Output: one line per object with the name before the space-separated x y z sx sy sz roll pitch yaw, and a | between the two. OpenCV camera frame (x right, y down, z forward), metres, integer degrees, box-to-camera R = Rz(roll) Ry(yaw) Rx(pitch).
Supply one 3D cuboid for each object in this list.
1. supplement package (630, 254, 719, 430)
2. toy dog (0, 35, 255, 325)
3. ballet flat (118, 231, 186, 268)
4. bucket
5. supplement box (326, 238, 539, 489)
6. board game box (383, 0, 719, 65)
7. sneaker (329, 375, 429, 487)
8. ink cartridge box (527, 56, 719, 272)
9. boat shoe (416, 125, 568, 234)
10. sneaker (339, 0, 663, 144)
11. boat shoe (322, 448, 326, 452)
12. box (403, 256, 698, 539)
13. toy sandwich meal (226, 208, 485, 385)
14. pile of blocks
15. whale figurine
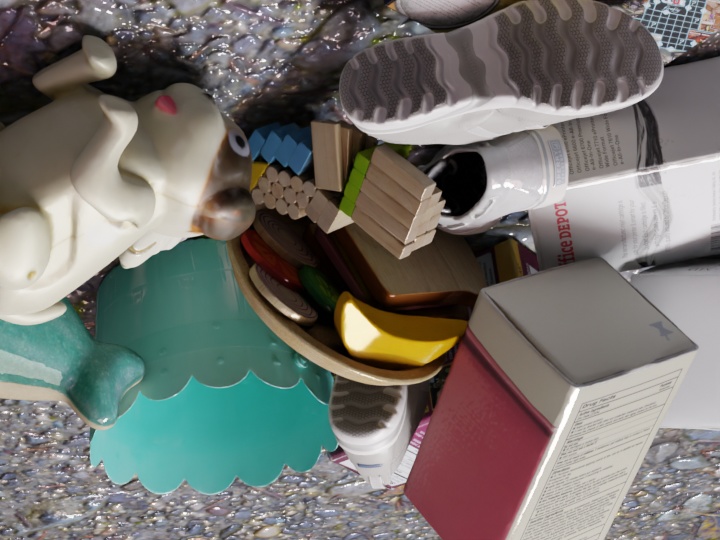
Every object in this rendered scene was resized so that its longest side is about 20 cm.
supplement package | 0.298 0.045 1.325 0.116 0.118 0.200 0 -171 31
toy dog | -0.165 -0.050 1.118 0.198 0.140 0.195 -19 125 -13
ballet flat | -0.182 -0.035 1.224 0.199 0.073 0.072 6 148 -24
bucket | -0.117 0.077 1.367 0.205 0.136 0.208 -5 151 -3
supplement box | 0.073 0.081 1.426 0.199 0.132 0.103 -23 148 26
board game box | 0.129 -0.176 1.086 0.199 0.035 0.135 21 140 -40
sneaker | 0.019 0.076 1.331 0.074 0.201 0.082 5 134 18
ink cartridge box | 0.215 -0.072 1.239 0.198 0.084 0.145 -11 152 6
boat shoe | 0.071 -0.058 1.184 0.068 0.073 0.200 -6 -176 -20
sneaker | 0.088 -0.120 1.087 0.198 0.075 0.082 -4 167 7
boat shoe | -0.017 0.139 1.565 0.199 0.075 0.073 17 142 -34
box | 0.132 0.108 1.246 0.127 0.109 0.201 -13 136 -38
toy sandwich meal | 0.000 0.000 1.234 0.204 0.206 0.070 15 124 -35
pile of blocks | -0.017 -0.070 1.177 0.199 0.083 0.062 14 -154 36
whale figurine | -0.246 0.033 1.231 0.199 0.159 0.104 27 128 1
